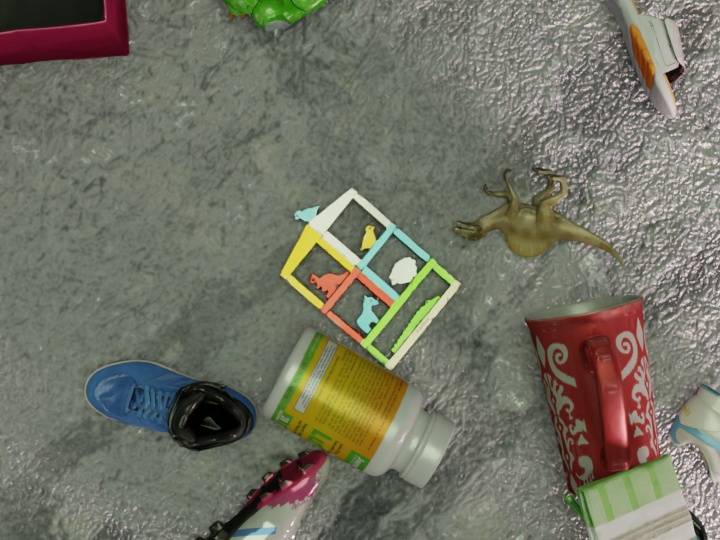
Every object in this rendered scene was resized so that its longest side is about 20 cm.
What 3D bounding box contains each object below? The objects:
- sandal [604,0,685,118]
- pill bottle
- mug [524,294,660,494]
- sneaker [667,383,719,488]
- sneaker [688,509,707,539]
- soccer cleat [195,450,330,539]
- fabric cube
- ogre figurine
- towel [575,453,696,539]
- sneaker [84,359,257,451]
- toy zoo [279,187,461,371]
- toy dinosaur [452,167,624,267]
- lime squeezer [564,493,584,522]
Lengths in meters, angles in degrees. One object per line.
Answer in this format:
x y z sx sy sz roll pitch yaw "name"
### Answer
0.328 -0.276 1.700 0.059 0.079 0.209 -23 88 1 "sandal"
0.000 0.157 1.663 0.198 0.111 0.112 29 88 -1 "pill bottle"
0.254 0.142 1.649 0.132 0.177 0.203 -9 94 30 "mug"
0.440 0.221 1.700 0.200 0.076 0.081 41 96 6 "sneaker"
0.370 0.336 1.670 0.073 0.112 0.201 -35 90 -2 "sneaker"
-0.099 0.287 1.686 0.199 0.070 0.087 -40 106 0 "soccer cleat"
-0.364 -0.335 1.619 0.197 0.199 0.199 -6 90 -2 "fabric cube"
-0.117 -0.344 1.680 0.200 0.098 0.120 41 76 -12 "ogre figurine"
0.301 0.308 1.571 0.148 0.031 0.203 -12 84 -39 "towel"
-0.212 0.147 1.656 0.197 0.111 0.078 15 88 -1 "sneaker"
0.000 0.000 1.712 0.199 0.020 0.132 40 88 0 "toy zoo"
0.207 -0.062 1.712 0.197 0.058 0.103 8 103 6 "toy dinosaur"
0.305 0.324 1.673 0.038 0.071 0.200 -38 70 -25 "lime squeezer"
